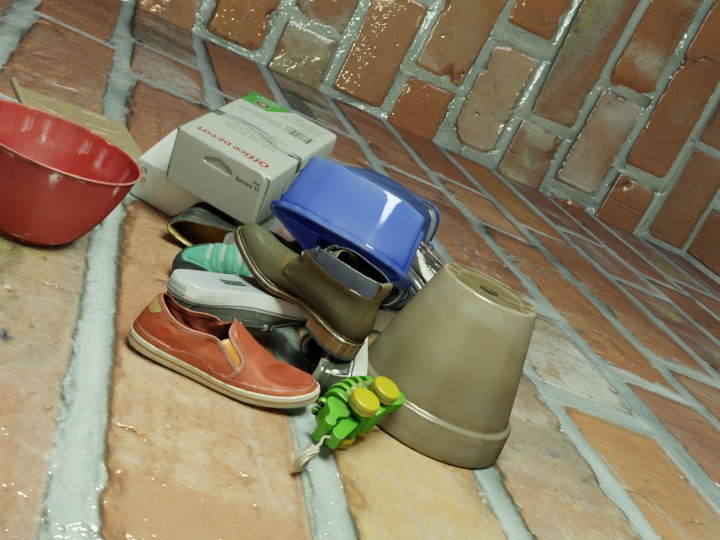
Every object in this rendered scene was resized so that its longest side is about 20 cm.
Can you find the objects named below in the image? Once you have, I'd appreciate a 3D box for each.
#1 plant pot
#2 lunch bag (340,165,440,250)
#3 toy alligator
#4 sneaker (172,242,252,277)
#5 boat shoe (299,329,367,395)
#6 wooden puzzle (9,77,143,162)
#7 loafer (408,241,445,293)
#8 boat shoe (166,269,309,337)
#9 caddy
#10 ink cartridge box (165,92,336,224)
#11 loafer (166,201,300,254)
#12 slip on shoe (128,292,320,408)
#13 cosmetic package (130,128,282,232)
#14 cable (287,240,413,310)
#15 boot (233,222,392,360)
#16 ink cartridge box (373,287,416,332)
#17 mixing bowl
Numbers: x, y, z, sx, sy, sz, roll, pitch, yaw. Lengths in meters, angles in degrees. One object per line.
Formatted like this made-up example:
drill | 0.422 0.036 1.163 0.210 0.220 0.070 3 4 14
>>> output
plant pot | 0.107 0.093 1.108 0.199 0.174 0.200 25 15 -7
lunch bag | 0.033 -0.080 1.600 0.200 0.136 0.132 34 17 21
toy alligator | -0.020 0.138 0.951 0.054 0.059 0.200 44 28 16
sneaker | -0.128 0.025 1.178 0.199 0.088 0.075 10 56 -2
boat shoe | -0.032 0.081 1.105 0.063 0.071 0.200 27 17 -13
wooden puzzle | -0.414 -0.200 1.431 0.199 0.046 0.185 22 16 -35
loafer | 0.067 -0.044 1.411 0.200 0.063 0.072 57 0 15
boat shoe | -0.131 0.047 1.057 0.070 0.067 0.200 32 14 36
caddy | -0.015 -0.047 1.191 0.199 0.105 0.141 29 -10 9
ink cartridge box | -0.144 -0.153 1.312 0.146 0.083 0.200 30 32 12
loafer | -0.159 -0.022 1.247 0.199 0.073 0.072 24 23 22
slip on shoe | -0.128 0.082 0.967 0.199 0.061 0.074 25 14 -11
cosmetic package | -0.207 -0.108 1.363 0.199 0.074 0.102 31 42 7
cable | 0.000 0.000 1.306 0.163 0.051 0.199 36 20 34
boot | -0.049 -0.007 1.048 0.200 0.097 0.075 45 27 19
ink cartridge box | 0.014 0.030 1.400 0.196 0.043 0.200 18 19 -27
mixing bowl | -0.354 -0.097 1.075 0.199 0.109 0.200 25 17 -8
